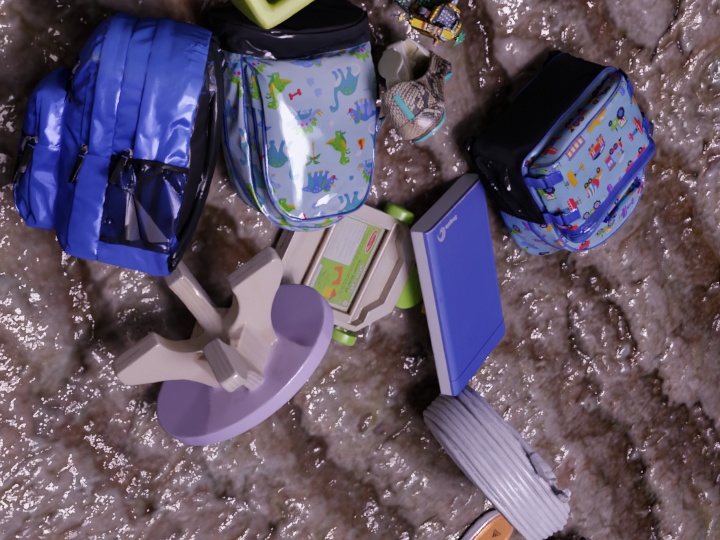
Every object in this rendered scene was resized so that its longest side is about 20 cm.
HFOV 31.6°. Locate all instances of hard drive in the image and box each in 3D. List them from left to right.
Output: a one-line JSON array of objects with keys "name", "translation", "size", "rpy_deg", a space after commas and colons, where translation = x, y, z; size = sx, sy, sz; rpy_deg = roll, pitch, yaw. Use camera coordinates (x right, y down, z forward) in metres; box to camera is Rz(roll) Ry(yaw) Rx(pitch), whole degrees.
[{"name": "hard drive", "translation": [0.109, 0.015, 1.371], "size": [0.132, 0.025, 0.201], "rpy_deg": [-45, 133, -45]}]

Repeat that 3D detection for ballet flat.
[{"name": "ballet flat", "translation": [0.048, -0.181, 1.205], "size": [0.068, 0.200, 0.075], "rpy_deg": [-36, 104, 17]}]

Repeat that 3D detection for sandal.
[{"name": "sandal", "translation": [0.125, 0.385, 1.553], "size": [0.079, 0.059, 0.207], "rpy_deg": [39, 88, -36]}]

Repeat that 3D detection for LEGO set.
[{"name": "LEGO set", "translation": [0.072, -0.301, 1.192], "size": [0.154, 0.116, 0.200], "rpy_deg": [-50, 126, -3]}]

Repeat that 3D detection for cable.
[{"name": "cable", "translation": [0.151, 0.215, 1.412], "size": [0.069, 0.200, 0.200], "rpy_deg": [-41, 152, -4]}]

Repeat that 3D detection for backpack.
[{"name": "backpack", "translation": [-0.199, -0.118, 1.080], "size": [0.167, 0.163, 0.201], "rpy_deg": [13, 106, -13]}, {"name": "backpack", "translation": [-0.058, -0.137, 1.183], "size": [0.163, 0.154, 0.201], "rpy_deg": [-10, 126, -33]}, {"name": "backpack", "translation": [0.229, -0.103, 1.357], "size": [0.183, 0.134, 0.200], "rpy_deg": [-45, 130, -17]}]

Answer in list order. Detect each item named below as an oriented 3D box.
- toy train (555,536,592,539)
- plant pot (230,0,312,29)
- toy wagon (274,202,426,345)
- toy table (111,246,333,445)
[{"name": "toy train", "translation": [0.248, 0.435, 1.641], "size": [0.200, 0.085, 0.114], "rpy_deg": [-52, 139, -4]}, {"name": "plant pot", "translation": [-0.083, -0.344, 1.042], "size": [0.199, 0.181, 0.200], "rpy_deg": [-39, 124, -12]}, {"name": "toy wagon", "translation": [0.000, 0.000, 1.327], "size": [0.199, 0.040, 0.156], "rpy_deg": [20, 99, -36]}, {"name": "toy table", "translation": [-0.132, 0.068, 1.201], "size": [0.200, 0.184, 0.117], "rpy_deg": [-46, 139, -5]}]
